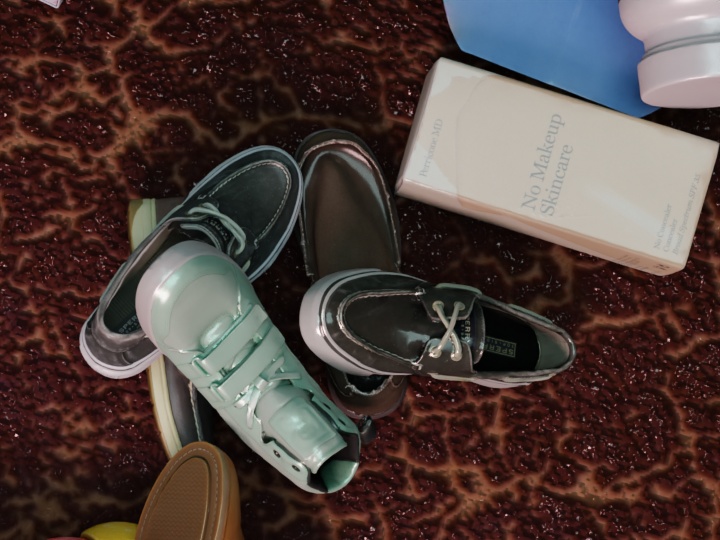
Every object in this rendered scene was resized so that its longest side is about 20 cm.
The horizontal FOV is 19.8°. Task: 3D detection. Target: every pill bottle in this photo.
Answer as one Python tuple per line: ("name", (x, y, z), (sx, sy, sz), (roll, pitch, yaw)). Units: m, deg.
("pill bottle", (0.226, -0.215, 1.371), (0.116, 0.116, 0.201), (-3, 81, -4))

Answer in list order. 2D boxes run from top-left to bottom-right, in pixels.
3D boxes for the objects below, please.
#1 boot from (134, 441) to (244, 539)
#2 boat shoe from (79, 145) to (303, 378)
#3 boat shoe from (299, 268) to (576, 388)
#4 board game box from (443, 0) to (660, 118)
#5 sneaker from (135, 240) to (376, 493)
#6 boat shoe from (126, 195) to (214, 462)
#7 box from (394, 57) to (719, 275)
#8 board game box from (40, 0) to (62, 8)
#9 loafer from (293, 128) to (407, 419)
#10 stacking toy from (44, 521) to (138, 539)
("boot", (-0.069, 0.207, 1.343), (0.155, 0.074, 0.201), (2, 98, -45))
("boat shoe", (-0.100, -0.010, 1.331), (0.072, 0.071, 0.200), (39, 66, -1))
("boat shoe", (0.054, 0.037, 1.353), (0.200, 0.064, 0.071), (9, 80, -35))
("board game box", (0.152, -0.197, 1.438), (0.200, 0.039, 0.158), (20, 79, -5))
("sneaker", (-0.058, 0.063, 1.283), (0.074, 0.201, 0.118), (-46, 51, -11))
("boat shoe", (-0.113, 0.046, 1.383), (0.065, 0.073, 0.200), (-11, 86, 1))
("box", (0.131, -0.069, 1.405), (0.200, 0.078, 0.095), (16, 86, -3))
("board game box", (-0.262, -0.292, 1.345), (0.200, 0.200, 0.041), (25, 47, -2))
("loafer", (0.000, 0.000, 1.394), (0.073, 0.071, 0.200), (-12, 87, -5))
("stacking toy", (-0.168, 0.211, 1.355), (0.200, 0.146, 0.146), (-34, 89, -22))
